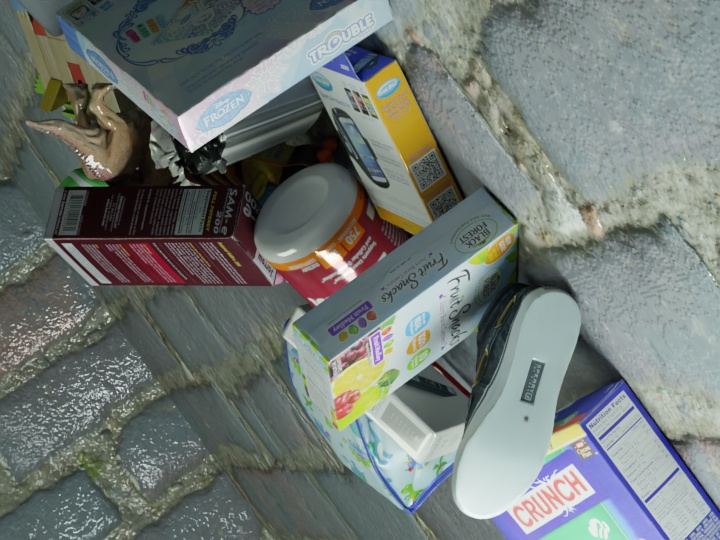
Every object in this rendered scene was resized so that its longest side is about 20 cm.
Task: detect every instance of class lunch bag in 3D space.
[{"bbox_3d":[0.006,0.144,2.018,0.200,0.127,0.170,51,168,-31],"label":"lunch bag"}]

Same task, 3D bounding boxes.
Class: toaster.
[{"bbox_3d":[-0.128,-0.183,1.659,0.181,0.119,0.200,151,98,-75],"label":"toaster"}]

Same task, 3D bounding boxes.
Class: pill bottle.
[{"bbox_3d":[0.000,0.000,1.710,0.200,0.113,0.113,46,172,-34],"label":"pill bottle"}]

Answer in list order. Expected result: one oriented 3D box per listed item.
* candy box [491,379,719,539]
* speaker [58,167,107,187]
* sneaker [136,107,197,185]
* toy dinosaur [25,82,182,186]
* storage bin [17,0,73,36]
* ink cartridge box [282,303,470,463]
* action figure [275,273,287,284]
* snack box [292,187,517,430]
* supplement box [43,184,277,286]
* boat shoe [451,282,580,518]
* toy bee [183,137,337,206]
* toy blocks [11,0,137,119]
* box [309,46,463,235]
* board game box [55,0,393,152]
[{"bbox_3d":[0.211,0.214,1.549,0.200,0.077,0.169,54,141,0],"label":"candy box"},{"bbox_3d":[-0.233,-0.119,2.009,0.088,0.200,0.088,48,164,19],"label":"speaker"},{"bbox_3d":[-0.184,-0.101,1.864,0.200,0.075,0.100,42,163,30],"label":"sneaker"},{"bbox_3d":[-0.236,-0.113,1.755,0.086,0.200,0.136,4,97,28],"label":"toy dinosaur"},{"bbox_3d":[-0.286,-0.331,1.739,0.146,0.200,0.134,44,172,31],"label":"storage bin"},{"bbox_3d":[0.046,0.099,1.820,0.200,0.176,0.045,42,119,24],"label":"ink cartridge box"},{"bbox_3d":[-0.122,-0.025,1.973,0.200,0.134,0.149,28,143,12],"label":"action figure"},{"bbox_3d":[0.041,0.035,1.527,0.053,0.200,0.142,48,164,23],"label":"snack box"},{"bbox_3d":[-0.187,-0.033,1.735,0.200,0.061,0.109,1,155,20],"label":"supplement box"},{"bbox_3d":[0.122,0.106,1.514,0.071,0.200,0.091,23,179,-16],"label":"boat shoe"},{"bbox_3d":[-0.067,-0.100,1.782,0.109,0.200,0.131,116,158,-43],"label":"toy bee"},{"bbox_3d":[-0.286,-0.240,1.853,0.200,0.100,0.137,19,133,48],"label":"toy blocks"},{"bbox_3d":[0.020,-0.120,1.565,0.119,0.041,0.200,30,150,57],"label":"box"},{"bbox_3d":[-0.111,-0.204,1.457,0.199,0.200,0.043,40,158,42],"label":"board game box"}]
